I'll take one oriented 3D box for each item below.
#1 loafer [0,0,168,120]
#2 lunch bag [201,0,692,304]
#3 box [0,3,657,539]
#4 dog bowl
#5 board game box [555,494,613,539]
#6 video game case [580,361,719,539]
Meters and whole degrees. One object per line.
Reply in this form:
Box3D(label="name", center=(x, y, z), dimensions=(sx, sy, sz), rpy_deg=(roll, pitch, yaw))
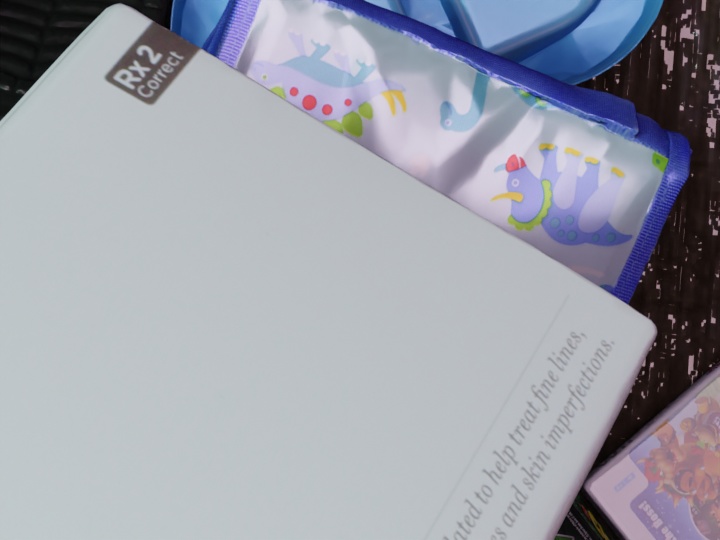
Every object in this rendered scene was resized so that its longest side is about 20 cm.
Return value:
Box3D(label="loafer", center=(-0.121, -0.045, 0.920), dimensions=(0.073, 0.071, 0.201), rpy_deg=(13, 51, 4))
Box3D(label="lunch bag", center=(0.000, 0.000, 0.885), dimensions=(0.169, 0.128, 0.200), rpy_deg=(21, 125, -9))
Box3D(label="box", center=(-0.052, 0.063, 0.724), dimensions=(0.199, 0.131, 0.199), rpy_deg=(31, 48, 5))
Box3D(label="dog bowl", center=(0.022, -0.105, 0.972), dimensions=(0.199, 0.050, 0.112), rpy_deg=(-23, 88, -6))
Box3D(label="board game box", center=(0.061, 0.142, 0.901), dimensions=(0.105, 0.023, 0.200), rpy_deg=(-33, 129, 5))
Box3D(label="video game case", center=(0.207, 0.076, 0.991), dimensions=(0.200, 0.018, 0.143), rpy_deg=(-39, 91, -7))
